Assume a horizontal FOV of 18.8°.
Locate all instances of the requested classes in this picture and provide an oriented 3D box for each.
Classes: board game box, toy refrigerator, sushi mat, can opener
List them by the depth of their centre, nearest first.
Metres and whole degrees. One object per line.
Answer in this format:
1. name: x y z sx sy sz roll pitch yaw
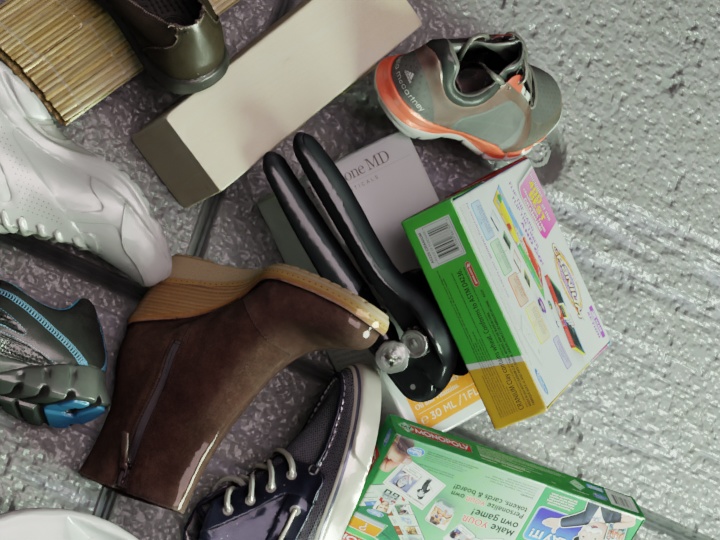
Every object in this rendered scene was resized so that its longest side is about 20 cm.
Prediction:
1. can opener: 0.000 0.000 1.443 0.063 0.079 0.200 -37 96 17
2. sushi mat: -0.158 -0.186 1.480 0.200 0.012 0.096 -39 80 -25
3. board game box: 0.079 0.189 1.495 0.199 0.029 0.135 21 112 -21
4. toy refrigerator: -0.055 -0.128 1.498 0.200 0.076 0.070 -42 100 -25
5. board game box: 0.105 0.011 1.500 0.154 0.040 0.200 66 22 -2

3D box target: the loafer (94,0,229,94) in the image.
1. loafer: -0.151 -0.210 1.438 0.073 0.071 0.200 -34 70 -23

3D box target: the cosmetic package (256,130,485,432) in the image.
1. cosmetic package: 0.022 0.016 1.513 0.101 0.071 0.201 -27 93 -25

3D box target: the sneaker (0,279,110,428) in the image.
1. sneaker: -0.257 0.046 1.391 0.199 0.073 0.083 12 61 -28

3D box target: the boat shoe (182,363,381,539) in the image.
1. boat shoe: -0.057 0.148 1.444 0.092 0.075 0.202 20 85 -18

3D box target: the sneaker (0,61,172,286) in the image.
1. sneaker: -0.214 -0.046 1.421 0.200 0.078 0.100 41 74 -4

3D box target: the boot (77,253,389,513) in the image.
1. boot: -0.082 0.080 1.398 0.072 0.199 0.168 36 69 -48

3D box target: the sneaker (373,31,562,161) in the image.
1. sneaker: 0.097 -0.129 1.531 0.199 0.082 0.078 -5 68 -53

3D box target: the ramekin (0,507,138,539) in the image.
1. ramekin: -0.208 0.251 1.358 0.201 0.094 0.204 4 80 -23
